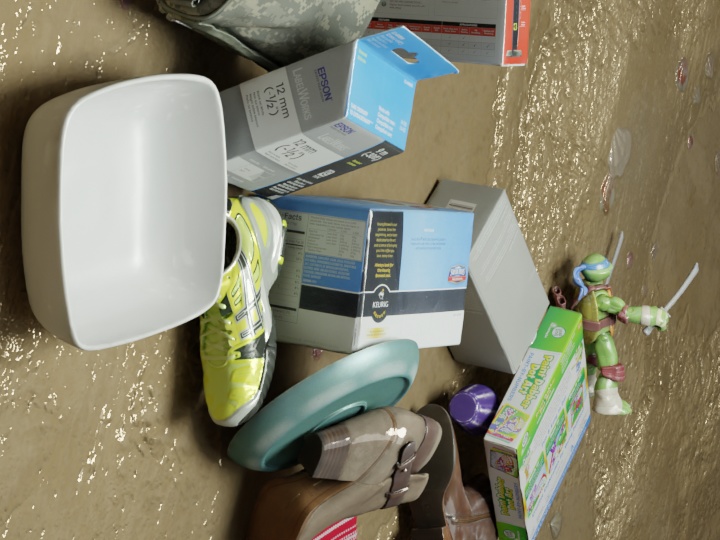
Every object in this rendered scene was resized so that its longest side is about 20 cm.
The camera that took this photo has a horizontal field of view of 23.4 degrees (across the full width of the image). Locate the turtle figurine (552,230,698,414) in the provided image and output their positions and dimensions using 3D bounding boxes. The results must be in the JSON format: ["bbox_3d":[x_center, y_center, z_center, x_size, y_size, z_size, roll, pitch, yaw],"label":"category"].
[{"bbox_3d":[0.330,0.070,2.168,0.199,0.143,0.196,-18,117,-52],"label":"turtle figurine"}]

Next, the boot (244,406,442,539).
[{"bbox_3d":[-0.011,0.207,1.612,0.145,0.070,0.201,2,133,-39],"label":"boot"}]

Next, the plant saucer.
[{"bbox_3d":[-0.028,0.128,1.570,0.200,0.200,0.028,0,55,-59],"label":"plant saucer"}]

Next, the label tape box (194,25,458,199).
[{"bbox_3d":[-0.024,-0.128,1.453,0.143,0.199,0.067,20,56,-67],"label":"label tape box"}]

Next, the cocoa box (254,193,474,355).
[{"bbox_3d":[0.000,0.000,1.611,0.199,0.132,0.132,-1,98,-59],"label":"cocoa box"}]

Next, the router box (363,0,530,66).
[{"bbox_3d":[0.059,-0.281,1.571,0.049,0.199,0.181,-11,108,-56],"label":"router box"}]

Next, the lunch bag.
[{"bbox_3d":[-0.073,-0.253,1.419,0.200,0.138,0.169,26,76,-57],"label":"lunch bag"}]

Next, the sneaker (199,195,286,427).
[{"bbox_3d":[-0.117,0.033,1.498,0.076,0.075,0.202,15,75,-51],"label":"sneaker"}]

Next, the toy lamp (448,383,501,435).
[{"bbox_3d":[0.148,0.160,1.957,0.200,0.058,0.059,22,79,-66],"label":"toy lamp"}]

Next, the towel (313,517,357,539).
[{"bbox_3d":[-0.040,0.320,1.737,0.144,0.022,0.202,-22,116,-56],"label":"towel"}]

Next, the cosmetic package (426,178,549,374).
[{"bbox_3d":[0.128,0.008,1.875,0.107,0.090,0.201,-59,146,-30],"label":"cosmetic package"}]

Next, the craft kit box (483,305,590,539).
[{"bbox_3d":[0.203,0.179,1.966,0.201,0.048,0.198,-59,155,-35],"label":"craft kit box"}]

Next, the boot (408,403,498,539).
[{"bbox_3d":[0.112,0.236,1.935,0.200,0.064,0.188,0,93,-64],"label":"boot"}]

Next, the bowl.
[{"bbox_3d":[-0.190,-0.052,1.342,0.199,0.074,0.202,-20,115,-56],"label":"bowl"}]
